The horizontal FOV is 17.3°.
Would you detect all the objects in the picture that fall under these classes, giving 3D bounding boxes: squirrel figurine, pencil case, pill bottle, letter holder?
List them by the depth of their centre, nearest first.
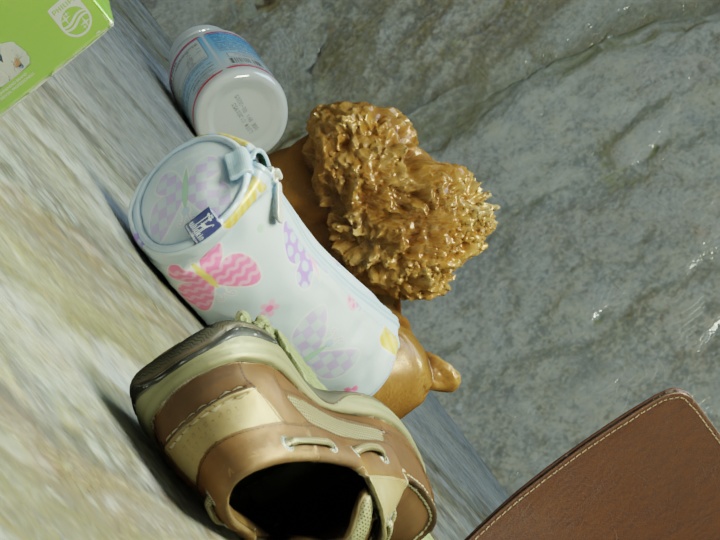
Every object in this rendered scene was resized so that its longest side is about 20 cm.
[{"bbox_3d":[-0.054,0.005,1.397,0.200,0.091,0.083,52,1,-44],"label":"pencil case"},{"bbox_3d":[0.136,0.158,1.447,0.142,0.200,0.101,51,2,-22],"label":"letter holder"},{"bbox_3d":[0.000,0.000,1.539,0.141,0.200,0.187,2,54,-32],"label":"squirrel figurine"},{"bbox_3d":[-0.156,-0.207,2.670,0.109,0.109,0.200,51,3,-29],"label":"pill bottle"}]

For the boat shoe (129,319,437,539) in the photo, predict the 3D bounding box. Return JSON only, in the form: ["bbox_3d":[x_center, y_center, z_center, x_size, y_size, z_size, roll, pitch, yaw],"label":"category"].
[{"bbox_3d":[-0.023,0.089,0.955,0.200,0.076,0.074,35,21,-56],"label":"boat shoe"}]

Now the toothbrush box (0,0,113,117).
[{"bbox_3d":[-0.205,-0.171,1.068,0.200,0.086,0.146,50,2,-13],"label":"toothbrush box"}]

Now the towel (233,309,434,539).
[{"bbox_3d":[-0.007,0.114,1.296,0.149,0.036,0.200,52,1,-34],"label":"towel"}]
